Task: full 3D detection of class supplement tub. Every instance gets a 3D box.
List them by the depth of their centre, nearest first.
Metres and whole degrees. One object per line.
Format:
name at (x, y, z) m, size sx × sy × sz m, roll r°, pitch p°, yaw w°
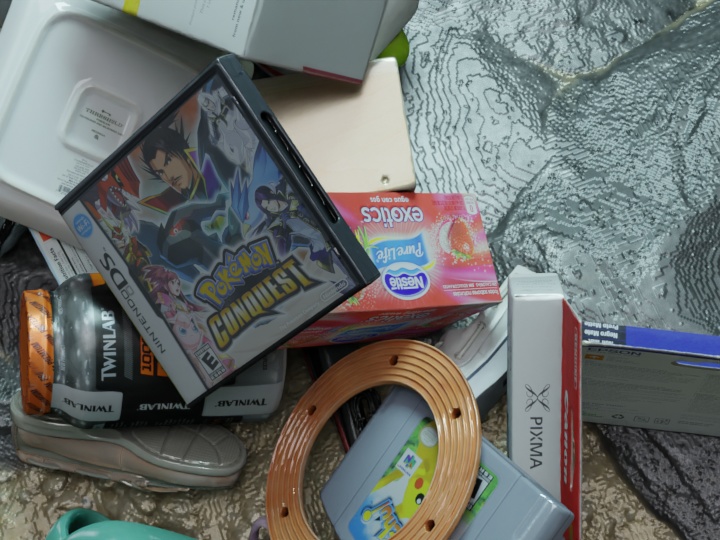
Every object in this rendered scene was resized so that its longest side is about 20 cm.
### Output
supplement tub at (-0.166, 0.062, 1.109) m, size 0.198 × 0.123 × 0.123 m, roll -1°, pitch 68°, yaw -18°

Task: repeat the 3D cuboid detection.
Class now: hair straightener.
hair straightener at (-0.008, 0.103, 1.137) m, size 0.041 × 0.077 × 0.201 m, roll -3°, pitch 65°, yaw -27°

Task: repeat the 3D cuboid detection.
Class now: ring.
ring at (0.009, 0.147, 1.039) m, size 0.200 × 0.019 × 0.202 m, roll -23°, pitch 50°, yaw 31°

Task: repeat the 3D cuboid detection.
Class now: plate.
plate at (-0.207, -0.116, 1.114) m, size 0.199 × 0.032 × 0.201 m, roll 24°, pitch 91°, yaw -17°

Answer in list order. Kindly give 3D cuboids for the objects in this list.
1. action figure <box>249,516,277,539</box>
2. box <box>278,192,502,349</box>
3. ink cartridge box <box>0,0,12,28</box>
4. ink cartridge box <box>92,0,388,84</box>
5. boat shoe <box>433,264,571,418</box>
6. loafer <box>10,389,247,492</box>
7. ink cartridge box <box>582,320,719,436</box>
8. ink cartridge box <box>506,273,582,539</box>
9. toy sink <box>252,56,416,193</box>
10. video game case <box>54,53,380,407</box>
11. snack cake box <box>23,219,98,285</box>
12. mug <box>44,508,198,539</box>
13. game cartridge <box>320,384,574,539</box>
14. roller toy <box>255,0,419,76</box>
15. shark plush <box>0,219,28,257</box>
action figure at (0.007, 0.282, 1.072) m, size 0.198 × 0.135 × 0.149 m, roll -1°, pitch 41°, yaw 2°
box at (0.000, 0.000, 1.087) m, size 0.199 × 0.102 × 0.095 m, roll -2°, pitch 73°, yaw -42°
ink cartridge box at (-0.271, -0.293, 1.234) m, size 0.146 × 0.200 × 0.084 m, roll -16°, pitch 69°, yaw -4°
ink cartridge box at (-0.101, -0.212, 1.041) m, size 0.199 × 0.145 × 0.084 m, roll 26°, pitch 104°, yaw 34°
boat shoe at (0.090, 0.075, 1.149) m, size 0.066 × 0.072 × 0.200 m, roll 37°, pitch 74°, yaw 20°
loafer at (-0.190, 0.146, 1.145) m, size 0.199 × 0.063 × 0.072 m, roll 14°, pitch 31°, yaw 6°
ink cartridge box at (0.255, 0.079, 1.071) m, size 0.198 × 0.200 × 0.041 m, roll 6°, pitch 69°, yaw 4°
ink cartridge box at (0.133, 0.115, 1.035) m, size 0.044 × 0.176 × 0.202 m, roll -1°, pitch 99°, yaw 3°
toy sink at (-0.027, -0.093, 1.166) m, size 0.129 × 0.200 × 0.113 m, roll -9°, pitch 86°, yaw -2°
video game case at (-0.107, -0.022, 0.986) m, size 0.181 × 0.200 × 0.025 m, roll 56°, pitch 35°, yaw 1°
snack cake box at (-0.229, -0.068, 1.167) m, size 0.114 × 0.067 × 0.201 m, roll -27°, pitch 104°, yaw -7°
mug at (-0.190, 0.261, 1.039) m, size 0.184 × 0.114 × 0.153 m, roll 4°, pitch 75°, yaw 41°
game cartridge at (0.053, 0.176, 1.020) m, size 0.200 × 0.040 × 0.134 m, roll 37°, pitch 96°, yaw 48°
roller toy at (-0.055, -0.248, 1.218) m, size 0.200 × 0.183 × 0.140 m, roll 38°, pitch 76°, yaw 15°
shark plush at (-0.240, -0.082, 1.227) m, size 0.200 × 0.091 × 0.083 m, roll -43°, pitch 105°, yaw -19°
